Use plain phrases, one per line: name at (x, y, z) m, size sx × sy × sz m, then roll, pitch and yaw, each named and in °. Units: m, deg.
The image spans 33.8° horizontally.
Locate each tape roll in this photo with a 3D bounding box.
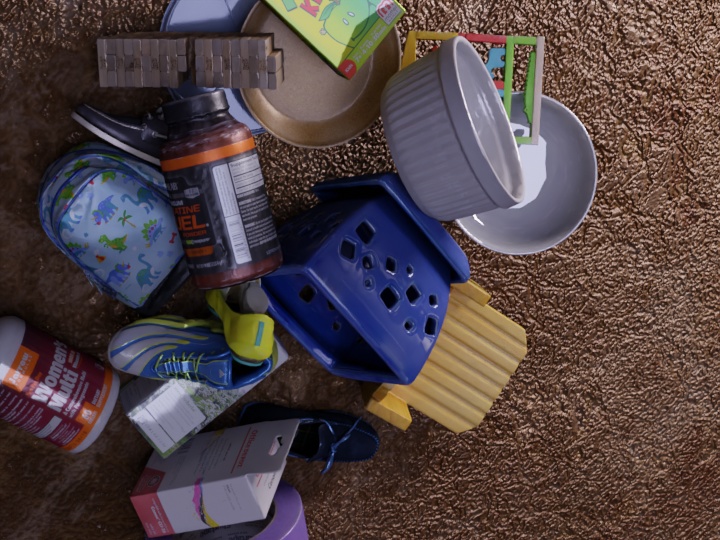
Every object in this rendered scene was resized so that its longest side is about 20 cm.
tape roll at (-0.162, 0.340, 1.468) m, size 0.197 × 0.200 × 0.086 m, roll -15°, pitch 112°, yaw -14°

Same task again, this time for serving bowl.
serving bowl at (0.197, -0.122, 1.503) m, size 0.196 × 0.066 × 0.204 m, roll 0°, pitch 94°, yaw -2°

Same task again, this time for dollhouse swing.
dollhouse swing at (0.124, 0.123, 1.527) m, size 0.175 × 0.182 × 0.201 m, roll 34°, pitch 94°, yaw -6°

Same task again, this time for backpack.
backpack at (-0.270, -0.055, 1.339) m, size 0.200 × 0.154 × 0.163 m, roll 43°, pitch 97°, yaw -15°

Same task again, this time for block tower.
block tower at (-0.184, -0.231, 1.297) m, size 0.196 × 0.058 × 0.055 m, roll 2°, pitch 109°, yaw 5°

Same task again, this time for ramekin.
ramekin at (0.102, -0.153, 1.348) m, size 0.104 × 0.201 × 0.202 m, roll -20°, pitch 118°, yaw 19°

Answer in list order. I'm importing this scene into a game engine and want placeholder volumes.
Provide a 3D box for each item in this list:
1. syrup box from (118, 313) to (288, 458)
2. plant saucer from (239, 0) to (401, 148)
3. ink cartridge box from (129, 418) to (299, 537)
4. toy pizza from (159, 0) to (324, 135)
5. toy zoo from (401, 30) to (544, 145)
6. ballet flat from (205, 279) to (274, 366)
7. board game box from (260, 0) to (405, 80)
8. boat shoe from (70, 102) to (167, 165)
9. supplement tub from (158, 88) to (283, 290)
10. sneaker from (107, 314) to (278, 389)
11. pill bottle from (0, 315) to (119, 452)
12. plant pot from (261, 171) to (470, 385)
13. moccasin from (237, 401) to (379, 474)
syrup box at (-0.192, 0.126, 1.450) m, size 0.199 × 0.081 × 0.079 m, roll -39°, pitch 114°, yaw -5°
plant saucer at (-0.051, -0.243, 1.365) m, size 0.197 × 0.035 × 0.204 m, roll -6°, pitch 109°, yaw -18°
ink cartridge box at (-0.165, 0.250, 1.438) m, size 0.197 × 0.117 × 0.068 m, roll -13°, pitch 115°, yaw 18°
toy pizza at (-0.136, -0.257, 1.368) m, size 0.197 × 0.032 × 0.204 m, roll -6°, pitch 109°, yaw -17°
toy zoo at (0.123, -0.222, 1.447) m, size 0.196 × 0.020 × 0.134 m, roll 3°, pitch 97°, yaw -2°
ballet flat at (-0.131, 0.038, 1.341) m, size 0.066 × 0.200 × 0.068 m, roll 9°, pitch 109°, yaw -19°
board game box at (-0.056, -0.314, 1.294) m, size 0.199 × 0.048 × 0.102 m, roll 40°, pitch 92°, yaw -26°
boat shoe at (-0.231, -0.156, 1.348) m, size 0.198 × 0.073 × 0.063 m, roll 23°, pitch 96°, yaw -29°
supplement tub at (-0.155, -0.088, 1.276) m, size 0.105 × 0.107 × 0.203 m, roll -17°, pitch 100°, yaw -14°
sneaker at (-0.187, 0.094, 1.346) m, size 0.197 × 0.105 × 0.077 m, roll -1°, pitch 97°, yaw -12°
pill bottle at (-0.386, 0.120, 1.361) m, size 0.199 × 0.110 × 0.110 m, roll 33°, pitch 95°, yaw -27°
plant pot at (0.000, 0.000, 1.405) m, size 0.200 × 0.199 × 0.181 m, roll 46°, pitch 68°, yaw -22°
moccasin at (-0.064, 0.225, 1.538) m, size 0.197 × 0.068 × 0.082 m, roll 8°, pitch 105°, yaw -22°
